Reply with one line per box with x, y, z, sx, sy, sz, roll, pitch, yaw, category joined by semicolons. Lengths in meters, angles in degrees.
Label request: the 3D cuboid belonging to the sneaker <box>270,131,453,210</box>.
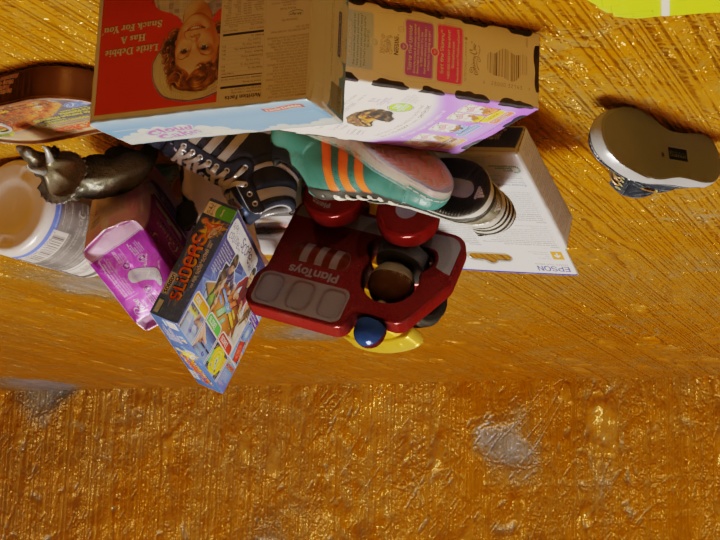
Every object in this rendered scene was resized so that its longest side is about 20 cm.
-0.001;-0.096;1.456;0.199;0.080;0.071;30;-147;24;sneaker

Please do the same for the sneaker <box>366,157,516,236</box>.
0.065;-0.076;1.514;0.200;0.076;0.115;23;174;36;sneaker

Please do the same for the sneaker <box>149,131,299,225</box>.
-0.151;-0.107;1.557;0.198;0.110;0.070;6;167;-20;sneaker

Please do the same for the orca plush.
-0.147;-0.071;1.708;0.200;0.105;0.071;46;180;-33;orca plush

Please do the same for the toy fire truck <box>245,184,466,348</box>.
0.000;0.000;1.591;0.198;0.169;0.112;16;151;19;toy fire truck

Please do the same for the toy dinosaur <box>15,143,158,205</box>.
-0.265;-0.100;1.591;0.199;0.078;0.102;-5;-166;-31;toy dinosaur

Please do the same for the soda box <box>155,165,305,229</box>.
-0.156;-0.084;1.786;0.198;0.064;0.068;0;169;9;soda box

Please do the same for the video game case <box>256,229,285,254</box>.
-0.159;-0.049;1.870;0.180;0.024;0.200;1;-169;13;video game case

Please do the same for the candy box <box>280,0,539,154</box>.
0.030;-0.164;1.338;0.198;0.072;0.168;6;168;-22;candy box

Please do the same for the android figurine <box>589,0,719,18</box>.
0.242;-0.221;1.096;0.198;0.041;0.182;-1;168;14;android figurine

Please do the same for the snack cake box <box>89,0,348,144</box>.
-0.112;-0.170;1.225;0.198;0.116;0.067;-3;168;25;snack cake box

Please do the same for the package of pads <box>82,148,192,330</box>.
-0.235;-0.037;1.655;0.075;0.121;0.200;-31;-155;10;package of pads

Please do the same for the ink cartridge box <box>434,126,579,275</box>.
0.114;-0.073;1.600;0.195;0.044;0.200;4;146;32;ink cartridge box

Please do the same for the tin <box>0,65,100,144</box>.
-0.314;-0.160;1.508;0.199;0.042;0.112;-6;162;35;tin

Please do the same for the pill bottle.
-0.349;-0.055;1.839;0.113;0.115;0.200;-4;167;29;pill bottle

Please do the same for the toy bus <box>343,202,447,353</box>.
0.007;-0.033;1.762;0.192;0.201;0.135;35;156;-34;toy bus

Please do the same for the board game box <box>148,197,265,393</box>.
-0.148;0.030;1.599;0.034;0.136;0.200;20;160;17;board game box

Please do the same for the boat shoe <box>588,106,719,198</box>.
0.273;-0.110;1.557;0.199;0.072;0.090;10;162;-44;boat shoe
